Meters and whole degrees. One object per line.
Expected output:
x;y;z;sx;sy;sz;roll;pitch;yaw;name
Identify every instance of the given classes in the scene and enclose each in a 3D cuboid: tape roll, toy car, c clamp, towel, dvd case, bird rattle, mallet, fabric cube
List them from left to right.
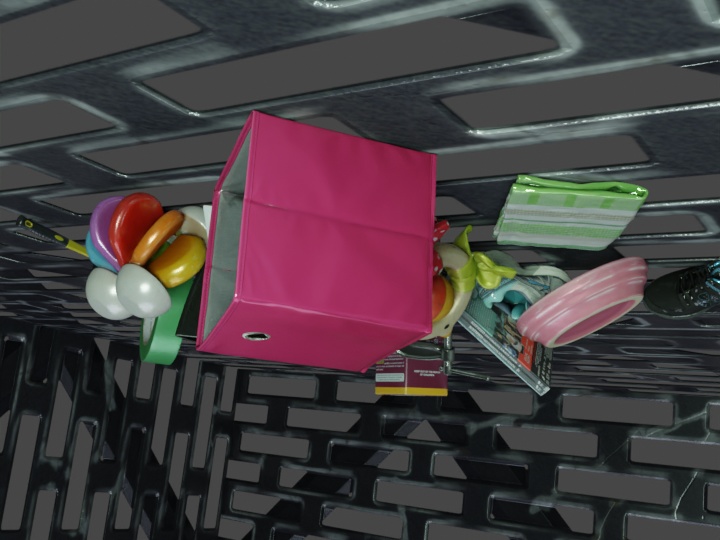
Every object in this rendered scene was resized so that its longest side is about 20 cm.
-0.489;-0.034;1.435;0.041;0.067;0.199;-1;165;38;mallet
-0.302;-0.035;1.174;0.199;0.176;0.151;-5;129;45;toy car
-0.323;0.053;1.422;0.048;0.203;0.200;10;168;-21;tape roll
-0.050;-0.017;0.897;0.197;0.203;0.196;11;158;-19;fabric cube
0.115;0.070;1.335;0.169;0.203;0.027;1;-161;24;c clamp
0.096;0.013;1.072;0.112;0.165;0.199;31;-165;38;bird rattle
0.201;0.076;1.245;0.200;0.022;0.146;42;-154;-5;dvd case
0.235;-0.067;0.990;0.147;0.031;0.200;3;166;4;towel

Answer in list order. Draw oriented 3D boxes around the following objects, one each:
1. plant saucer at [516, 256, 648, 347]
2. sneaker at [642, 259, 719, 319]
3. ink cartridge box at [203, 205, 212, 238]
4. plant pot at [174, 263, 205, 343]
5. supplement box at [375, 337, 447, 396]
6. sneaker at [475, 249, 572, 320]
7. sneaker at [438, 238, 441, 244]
0.317;0.052;1.202;0.198;0.051;0.201;-22;161;-8;plant saucer
0.467;0.013;1.146;0.198;0.074;0.082;-14;147;38;sneaker
-0.096;-0.015;1.113;0.197;0.162;0.047;5;-150;16;ink cartridge box
-0.135;0.033;1.281;0.197;0.180;0.199;2;167;18;plant pot
0.086;0.109;1.448;0.085;0.203;0.110;6;171;-27;supplement box
0.244;0.040;1.267;0.198;0.087;0.078;12;139;-30;sneaker
0.060;-0.037;1.149;0.090;0.079;0.200;-14;165;16;sneaker
